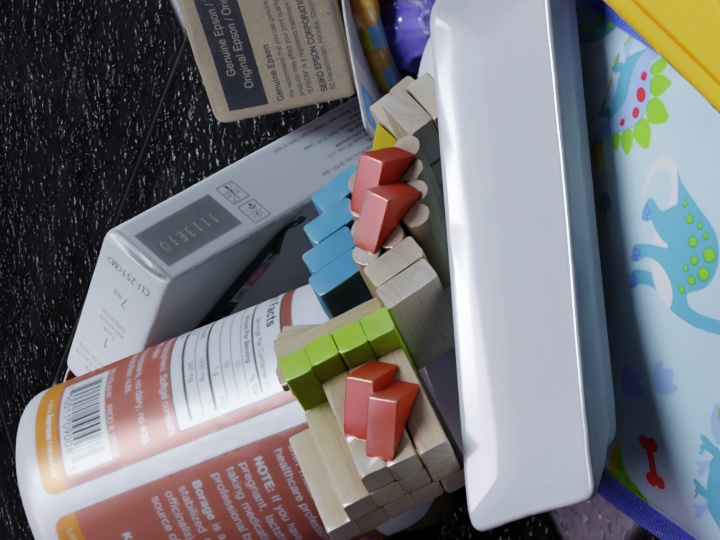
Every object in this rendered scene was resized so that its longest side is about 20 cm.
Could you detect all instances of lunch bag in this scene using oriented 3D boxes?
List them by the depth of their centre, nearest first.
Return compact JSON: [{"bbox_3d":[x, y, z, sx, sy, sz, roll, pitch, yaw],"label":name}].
[{"bbox_3d":[0.120,-0.014,0.676,0.199,0.127,0.172,32,122,44],"label":"lunch bag"}]

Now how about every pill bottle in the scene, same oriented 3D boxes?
[{"bbox_3d":[-0.037,0.072,0.805,0.112,0.198,0.113,-21,-90,-79],"label":"pill bottle"}]

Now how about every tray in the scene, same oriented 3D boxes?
[{"bbox_3d":[0.058,-0.016,0.653,0.107,0.022,0.202,144,124,-67],"label":"tray"}]

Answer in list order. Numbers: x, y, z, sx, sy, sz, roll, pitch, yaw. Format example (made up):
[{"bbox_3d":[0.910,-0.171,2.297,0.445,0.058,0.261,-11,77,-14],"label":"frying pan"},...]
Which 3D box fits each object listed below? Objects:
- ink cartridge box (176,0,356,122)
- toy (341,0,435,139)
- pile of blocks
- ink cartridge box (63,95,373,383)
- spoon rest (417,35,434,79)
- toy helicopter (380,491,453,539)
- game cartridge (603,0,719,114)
[{"bbox_3d":[-0.057,-0.200,0.897,0.201,0.074,0.166,-95,-9,-45],"label":"ink cartridge box"},{"bbox_3d":[0.017,-0.148,0.895,0.115,0.047,0.202,41,-145,-68],"label":"toy"},{"bbox_3d":[0.000,0.000,0.727,0.062,0.081,0.202,63,-154,-52],"label":"pile of blocks"},{"bbox_3d":[-0.066,0.015,0.939,0.043,0.200,0.174,39,133,17],"label":"ink cartridge box"},{"bbox_3d":[0.059,-0.029,0.835,0.099,0.061,0.201,26,124,19],"label":"spoon rest"},{"bbox_3d":[-0.050,0.110,0.914,0.132,0.198,0.080,-126,38,-66],"label":"toy helicopter"},{"bbox_3d":[0.148,-0.082,0.542,0.177,0.198,0.033,55,136,43],"label":"game cartridge"}]
